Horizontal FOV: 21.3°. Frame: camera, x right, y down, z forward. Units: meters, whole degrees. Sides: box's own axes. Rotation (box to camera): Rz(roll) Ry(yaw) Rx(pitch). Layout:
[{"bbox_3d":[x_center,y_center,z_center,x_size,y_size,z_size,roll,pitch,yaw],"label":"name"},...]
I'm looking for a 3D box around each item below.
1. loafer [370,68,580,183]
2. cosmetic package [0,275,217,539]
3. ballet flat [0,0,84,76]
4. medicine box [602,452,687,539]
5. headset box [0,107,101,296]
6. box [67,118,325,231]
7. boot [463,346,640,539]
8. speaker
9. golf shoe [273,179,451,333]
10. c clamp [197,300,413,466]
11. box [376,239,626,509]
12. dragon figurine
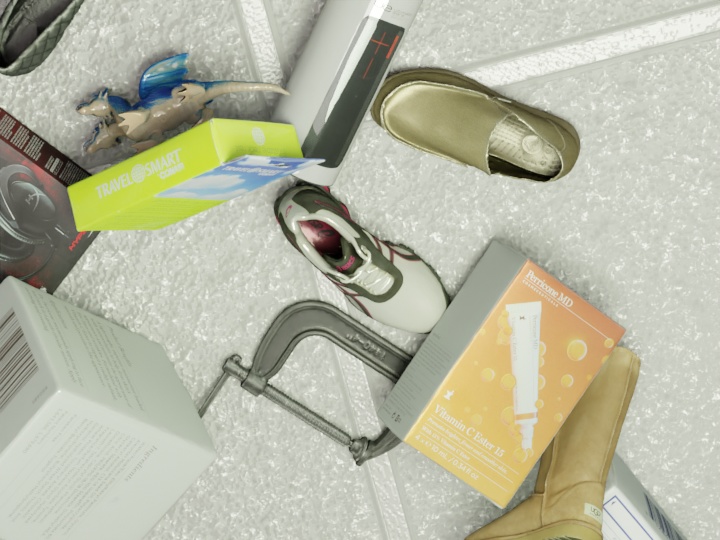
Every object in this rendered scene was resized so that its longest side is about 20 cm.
[{"bbox_3d":[0.106,-0.130,1.730,0.198,0.068,0.077,13,108,-4],"label":"loafer"},{"bbox_3d":[-0.271,0.143,1.734,0.165,0.165,0.199,-48,134,14],"label":"cosmetic package"},{"bbox_3d":[-0.267,-0.258,1.698,0.066,0.057,0.201,27,107,-9],"label":"ballet flat"},{"bbox_3d":[0.219,0.309,1.854,0.200,0.103,0.182,-38,104,13],"label":"medicine box"},{"bbox_3d":[-0.345,-0.062,1.754,0.199,0.077,0.149,37,105,-12],"label":"headset box"},{"bbox_3d":[-0.145,-0.085,1.674,0.199,0.122,0.048,-21,80,33],"label":"box"},{"bbox_3d":[0.178,0.182,1.783,0.174,0.201,0.066,-18,135,41],"label":"boot"},{"bbox_3d":[-0.017,-0.181,1.709,0.081,0.081,0.201,25,106,-7],"label":"speaker"},{"bbox_3d":[0.000,0.000,1.765,0.200,0.088,0.077,38,103,-12],"label":"golf shoe"},{"bbox_3d":[-0.039,0.120,1.840,0.199,0.027,0.172,27,101,-6],"label":"c clamp"},{"bbox_3d":[0.128,0.094,1.758,0.124,0.097,0.201,34,91,-18],"label":"box"},{"bbox_3d":[-0.167,-0.154,1.716,0.199,0.100,0.059,-24,119,5],"label":"dragon figurine"}]
